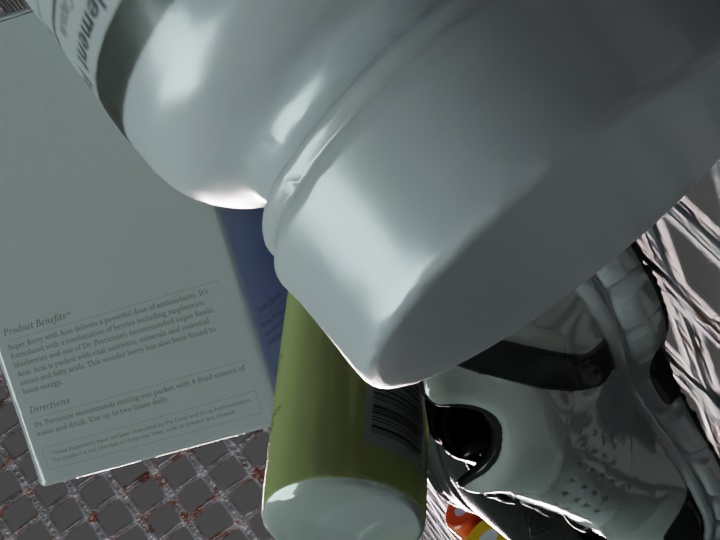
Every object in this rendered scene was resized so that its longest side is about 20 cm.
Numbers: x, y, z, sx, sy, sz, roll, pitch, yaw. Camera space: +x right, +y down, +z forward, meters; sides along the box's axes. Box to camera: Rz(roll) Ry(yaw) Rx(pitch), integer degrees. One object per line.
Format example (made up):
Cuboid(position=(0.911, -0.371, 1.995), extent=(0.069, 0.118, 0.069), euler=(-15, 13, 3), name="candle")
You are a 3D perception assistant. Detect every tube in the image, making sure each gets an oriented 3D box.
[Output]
Cuboid(position=(0.000, 0.000, 0.719), extent=(0.058, 0.052, 0.200), euler=(124, 156, -49), name="tube")

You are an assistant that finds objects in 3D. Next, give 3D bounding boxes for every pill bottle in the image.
Cuboid(position=(-0.019, -0.086, 0.407), extent=(0.200, 0.114, 0.114), euler=(52, 174, 14), name="pill bottle")

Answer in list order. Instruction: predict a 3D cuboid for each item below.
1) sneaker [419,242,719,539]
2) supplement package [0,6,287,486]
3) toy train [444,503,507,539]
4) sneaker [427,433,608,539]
Cuboid(position=(0.061, 0.046, 0.691), extent=(0.074, 0.080, 0.200), euler=(47, 172, 41), name="sneaker")
Cuboid(position=(-0.103, -0.025, 0.970), extent=(0.120, 0.121, 0.200), euler=(-43, -63, -74), name="supplement package")
Cuboid(position=(0.108, 0.184, 0.975), extent=(0.200, 0.056, 0.150), euler=(39, 174, 21), name="toy train")
Cuboid(position=(0.094, 0.096, 0.810), extent=(0.091, 0.076, 0.200), euler=(32, 166, 49), name="sneaker")
